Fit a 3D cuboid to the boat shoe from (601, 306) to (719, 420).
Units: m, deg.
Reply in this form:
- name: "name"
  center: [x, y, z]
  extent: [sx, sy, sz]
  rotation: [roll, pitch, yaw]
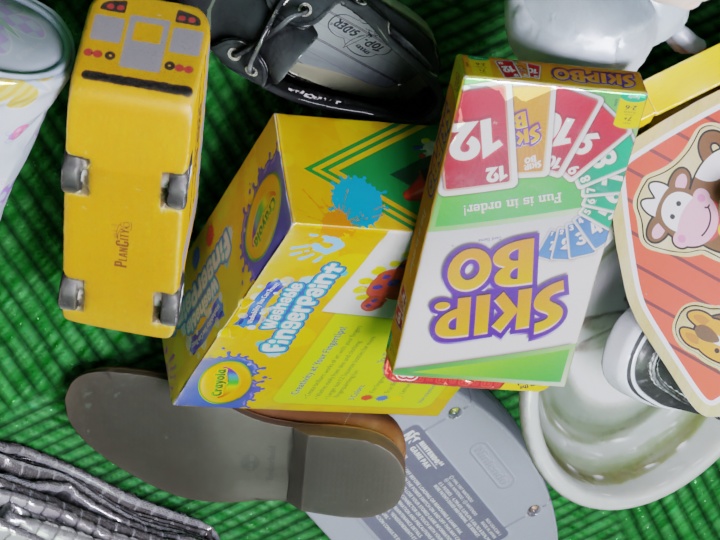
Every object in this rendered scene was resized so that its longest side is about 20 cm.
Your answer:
- name: "boat shoe"
  center: [0.219, 0.057, 1.573]
  extent: [0.199, 0.068, 0.074]
  rotation: [14, 103, -42]

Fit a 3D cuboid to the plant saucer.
- name: "plant saucer"
  center: [0.156, 0.034, 1.592]
  extent: [0.199, 0.050, 0.201]
  rotation: [-18, 123, -31]

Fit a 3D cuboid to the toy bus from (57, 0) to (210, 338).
- name: "toy bus"
  center: [-0.117, -0.048, 1.472]
  extent: [0.065, 0.079, 0.200]
  rotation: [9, 145, 0]

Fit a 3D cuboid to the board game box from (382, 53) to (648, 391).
- name: "board game box"
  center: [0.075, -0.015, 1.450]
  extent: [0.095, 0.030, 0.201]
  rotation: [4, 127, -12]

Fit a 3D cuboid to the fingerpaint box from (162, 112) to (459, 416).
- name: "fingerpaint box"
  center: [0.000, 0.000, 1.553]
  extent: [0.166, 0.074, 0.200]
  rotation: [3, 149, -22]

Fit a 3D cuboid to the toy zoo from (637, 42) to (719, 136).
- name: "toy zoo"
  center: [0.200, -0.108, 1.525]
  extent: [0.199, 0.021, 0.131]
  rotation: [-26, 175, -2]

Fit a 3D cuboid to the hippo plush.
- name: "hippo plush"
  center: [0.126, -0.184, 1.434]
  extent: [0.200, 0.159, 0.161]
  rotation: [-44, 173, -36]

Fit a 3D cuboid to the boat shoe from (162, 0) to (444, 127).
- name: "boat shoe"
  center: [-0.034, -0.121, 1.460]
  extent: [0.199, 0.066, 0.075]
  rotation: [28, 117, -38]

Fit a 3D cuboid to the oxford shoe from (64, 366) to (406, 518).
- name: "oxford shoe"
  center: [-0.071, 0.090, 1.648]
  extent: [0.199, 0.071, 0.072]
  rotation: [14, 119, -3]

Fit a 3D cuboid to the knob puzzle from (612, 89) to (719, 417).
- name: "knob puzzle"
  center: [0.213, -0.009, 1.465]
  extent: [0.220, 0.220, 0.030]
  rotation: [-47, 171, 25]

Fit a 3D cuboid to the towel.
- name: "towel"
  center: [-0.192, 0.195, 1.704]
  extent: [0.199, 0.086, 0.166]
  rotation: [24, 119, -34]

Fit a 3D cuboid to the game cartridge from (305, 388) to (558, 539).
- name: "game cartridge"
  center: [0.038, 0.129, 1.754]
  extent: [0.133, 0.041, 0.200]
  rotation: [-27, 136, 12]

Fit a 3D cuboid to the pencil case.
- name: "pencil case"
  center: [-0.212, -0.052, 1.446]
  extent: [0.083, 0.091, 0.200]
  rotation: [24, 127, -6]
